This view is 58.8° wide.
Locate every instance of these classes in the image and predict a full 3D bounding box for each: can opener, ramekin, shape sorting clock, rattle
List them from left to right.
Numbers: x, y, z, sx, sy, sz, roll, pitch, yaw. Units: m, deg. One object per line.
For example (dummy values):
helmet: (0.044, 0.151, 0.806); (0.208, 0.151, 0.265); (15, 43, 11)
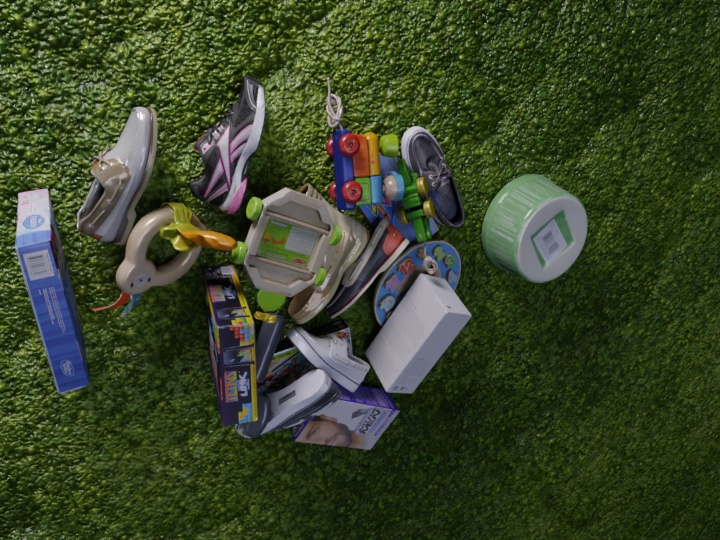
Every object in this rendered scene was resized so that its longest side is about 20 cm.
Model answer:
rattle: (-0.280, 0.014, 0.926); (0.201, 0.142, 0.130); (-52, 166, -13)
can opener: (-0.159, 0.175, 1.070); (0.066, 0.053, 0.203); (20, 85, 6)
shape sorting clock: (0.109, 0.033, 1.194); (0.197, 0.039, 0.203); (-17, 127, -24)
ramekin: (0.342, -0.075, 1.237); (0.197, 0.098, 0.203); (-11, 118, -22)

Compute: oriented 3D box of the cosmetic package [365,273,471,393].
cosmetic package: (0.101, 0.117, 1.162); (0.070, 0.102, 0.201); (11, 124, -39)

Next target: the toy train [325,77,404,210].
toy train: (0.009, -0.202, 1.012); (0.114, 0.084, 0.204); (-7, 99, -20)

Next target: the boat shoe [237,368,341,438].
boat shoe: (-0.122, 0.241, 1.100); (0.198, 0.072, 0.068); (-33, 124, 15)

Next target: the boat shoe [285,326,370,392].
boat shoe: (-0.054, 0.141, 1.118); (0.066, 0.073, 0.200); (-48, 135, -3)

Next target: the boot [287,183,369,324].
boot: (-0.093, -0.025, 1.053); (0.155, 0.073, 0.201); (35, 93, -35)

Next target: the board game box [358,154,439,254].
board game box: (0.056, -0.112, 1.122); (0.103, 0.019, 0.201); (-41, 125, -7)

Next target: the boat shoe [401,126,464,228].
boat shoe: (0.133, -0.155, 1.112); (0.069, 0.066, 0.202); (-31, 123, -11)

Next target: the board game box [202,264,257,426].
board game box: (-0.203, 0.108, 0.982); (0.056, 0.200, 0.168); (-5, 115, -18)

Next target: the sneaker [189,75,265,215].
sneaker: (-0.195, -0.184, 0.927); (0.085, 0.080, 0.203); (13, 101, -20)

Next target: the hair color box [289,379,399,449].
hair color box: (-0.032, 0.272, 1.206); (0.198, 0.065, 0.110); (20, 112, -40)

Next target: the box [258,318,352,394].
box: (-0.109, 0.172, 1.161); (0.197, 0.035, 0.112); (-18, 120, -19)

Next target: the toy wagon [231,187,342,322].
toy wagon: (-0.120, -0.020, 0.976); (0.153, 0.039, 0.203); (16, 100, -33)

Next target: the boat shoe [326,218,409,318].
boat shoe: (0.000, 0.000, 1.117); (0.062, 0.071, 0.200); (41, 108, -3)

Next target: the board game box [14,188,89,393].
board game box: (-0.404, 0.020, 0.839); (0.043, 0.199, 0.203); (-13, 119, -22)

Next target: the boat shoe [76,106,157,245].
boat shoe: (-0.334, -0.131, 0.879); (0.068, 0.075, 0.203); (11, 109, -36)

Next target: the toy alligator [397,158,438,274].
toy alligator: (0.100, -0.096, 1.097); (0.058, 0.054, 0.203); (-12, 107, 21)
